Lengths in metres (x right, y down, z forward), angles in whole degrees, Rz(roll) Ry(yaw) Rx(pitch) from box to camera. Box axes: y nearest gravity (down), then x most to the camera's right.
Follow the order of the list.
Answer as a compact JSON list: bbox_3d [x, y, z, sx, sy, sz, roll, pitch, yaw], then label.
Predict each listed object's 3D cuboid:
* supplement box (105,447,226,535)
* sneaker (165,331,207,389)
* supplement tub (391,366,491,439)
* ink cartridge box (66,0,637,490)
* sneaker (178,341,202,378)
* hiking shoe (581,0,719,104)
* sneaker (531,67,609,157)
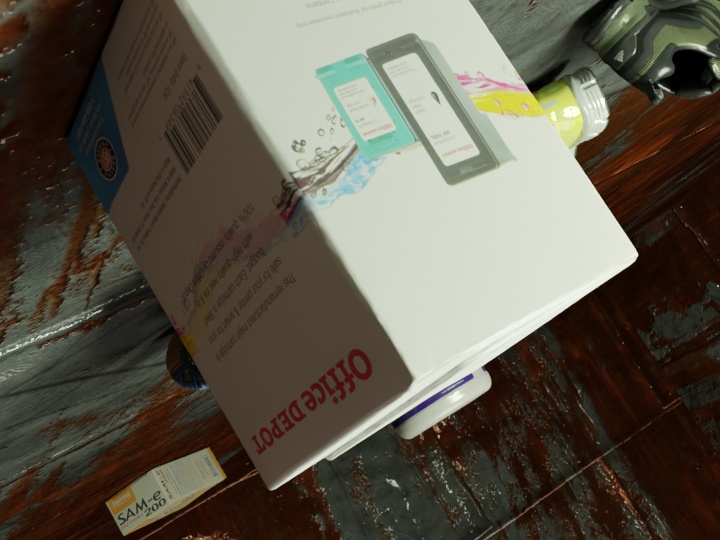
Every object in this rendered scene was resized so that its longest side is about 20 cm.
[{"bbox_3d":[-0.357,0.407,1.933,0.126,0.074,0.200,-36,169,21],"label":"supplement box"},{"bbox_3d":[-0.091,0.049,0.982,0.200,0.075,0.088,-34,164,17],"label":"sneaker"},{"bbox_3d":[0.065,0.104,1.378,0.145,0.200,0.145,-31,169,-6],"label":"supplement tub"},{"bbox_3d":[-0.011,-0.034,0.479,0.146,0.200,0.147,-24,168,-36],"label":"ink cartridge box"},{"bbox_3d":[-0.090,0.005,0.879,0.200,0.066,0.079,-50,-162,31],"label":"sneaker"},{"bbox_3d":[0.270,-0.188,0.872,0.200,0.101,0.076,-25,168,-36],"label":"hiking shoe"},{"bbox_3d":[0.155,-0.119,0.976,0.090,0.078,0.200,-21,162,-14],"label":"sneaker"}]
